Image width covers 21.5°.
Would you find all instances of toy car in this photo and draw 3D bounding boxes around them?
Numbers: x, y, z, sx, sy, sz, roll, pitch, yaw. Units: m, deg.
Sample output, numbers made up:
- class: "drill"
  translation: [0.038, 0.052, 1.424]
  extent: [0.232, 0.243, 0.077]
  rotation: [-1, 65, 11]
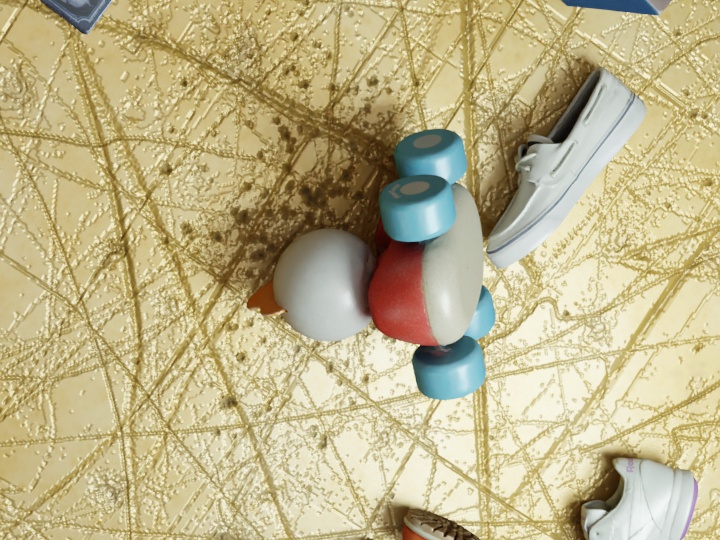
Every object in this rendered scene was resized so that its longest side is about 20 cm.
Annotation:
- class: "toy car"
  translation: [0.000, 0.000, 1.614]
  extent: [0.199, 0.177, 0.185]
  rotation: [-5, 118, 13]

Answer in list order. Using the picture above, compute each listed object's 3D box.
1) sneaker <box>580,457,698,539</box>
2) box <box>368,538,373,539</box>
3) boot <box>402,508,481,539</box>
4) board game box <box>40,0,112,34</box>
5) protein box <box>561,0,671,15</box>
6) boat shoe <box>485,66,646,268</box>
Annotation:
- class: "sneaker"
  translation: [0.240, 0.267, 1.764]
  extent: [0.099, 0.075, 0.201]
  rotation: [19, 94, 0]
- class: "box"
  translation: [-0.046, 0.353, 1.696]
  extent: [0.199, 0.048, 0.159]
  rotation: [-22, 106, -12]
- class: "boot"
  translation: [0.098, 0.299, 1.719]
  extent: [0.200, 0.075, 0.107]
  rotation: [39, 92, -20]
- class: "board game box"
  translation: [-0.217, -0.312, 1.534]
  extent: [0.135, 0.035, 0.201]
  rotation: [36, 89, -19]
- class: "protein box"
  translation: [0.182, -0.330, 1.561]
  extent: [0.200, 0.198, 0.135]
  rotation: [42, 87, -19]
- class: "boat shoe"
  translation: [0.169, -0.093, 1.669]
  extent: [0.066, 0.072, 0.200]
  rotation: [43, 85, -14]
